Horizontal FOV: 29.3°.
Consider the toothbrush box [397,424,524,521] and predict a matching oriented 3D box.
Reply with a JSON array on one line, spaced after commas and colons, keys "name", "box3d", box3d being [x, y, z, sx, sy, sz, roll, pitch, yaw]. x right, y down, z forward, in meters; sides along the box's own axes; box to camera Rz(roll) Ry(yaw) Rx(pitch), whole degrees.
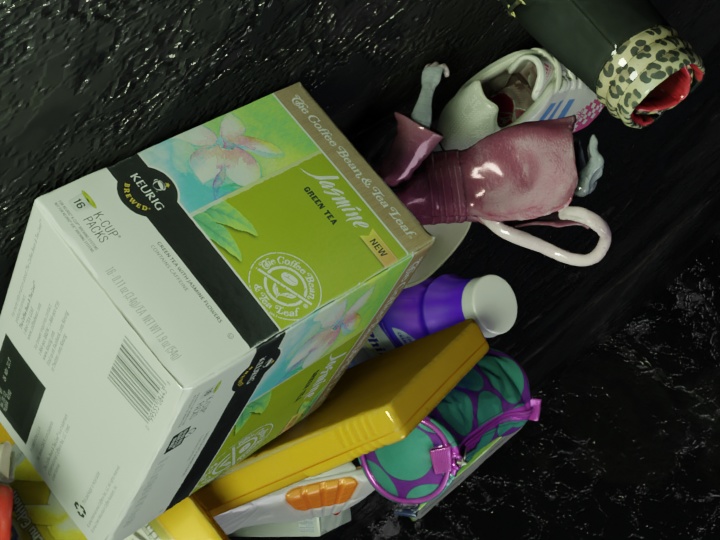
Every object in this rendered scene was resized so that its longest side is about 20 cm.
[{"name": "toothbrush box", "box3d": [0.040, 0.110, 1.294, 0.145, 0.200, 0.086, -39, 166, -6]}]

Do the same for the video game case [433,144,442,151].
[{"name": "video game case", "box3d": [0.009, -0.035, 1.138, 0.199, 0.023, 0.182, -30, 163, -35]}]

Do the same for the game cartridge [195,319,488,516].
[{"name": "game cartridge", "box3d": [-0.016, 0.106, 0.984, 0.199, 0.033, 0.176, -24, -173, 32]}]

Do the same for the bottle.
[{"name": "bottle", "box3d": [0.047, 0.045, 1.140, 0.199, 0.084, 0.066, -17, -148, 52]}]

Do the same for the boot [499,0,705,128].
[{"name": "boot", "box3d": [0.145, -0.153, 0.853, 0.073, 0.154, 0.203, -44, 166, 16]}]

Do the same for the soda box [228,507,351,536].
[{"name": "soda box", "box3d": [-0.111, 0.202, 1.238, 0.198, 0.064, 0.068, -5, -179, 24]}]

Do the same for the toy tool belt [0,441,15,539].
[{"name": "toy tool belt", "box3d": [-0.262, 0.161, 0.783, 0.121, 0.126, 0.200, 4, 160, -14]}]

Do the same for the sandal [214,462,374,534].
[{"name": "sandal", "box3d": [-0.071, 0.168, 1.110, 0.205, 0.060, 0.079, -6, 153, -30]}]

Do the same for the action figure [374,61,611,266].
[{"name": "action figure", "box3d": [0.064, -0.052, 0.960, 0.198, 0.150, 0.134, -7, 150, 1]}]

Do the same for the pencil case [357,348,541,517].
[{"name": "pencil case", "box3d": [0.074, 0.127, 1.138, 0.200, 0.092, 0.086, -25, 124, -61]}]

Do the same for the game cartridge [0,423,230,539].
[{"name": "game cartridge", "box3d": [-0.206, 0.182, 0.895, 0.200, 0.177, 0.032, -40, 168, -3]}]

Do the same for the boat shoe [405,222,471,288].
[{"name": "boat shoe", "box3d": [0.000, 0.000, 1.090, 0.200, 0.057, 0.067, -42, 131, -10]}]

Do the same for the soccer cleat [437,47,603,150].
[{"name": "soccer cleat", "box3d": [0.143, -0.141, 1.069, 0.199, 0.070, 0.087, -31, 164, -35]}]

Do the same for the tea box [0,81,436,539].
[{"name": "tea box", "box3d": [-0.094, 0.027, 0.806, 0.196, 0.134, 0.200, -32, 164, -38]}]
